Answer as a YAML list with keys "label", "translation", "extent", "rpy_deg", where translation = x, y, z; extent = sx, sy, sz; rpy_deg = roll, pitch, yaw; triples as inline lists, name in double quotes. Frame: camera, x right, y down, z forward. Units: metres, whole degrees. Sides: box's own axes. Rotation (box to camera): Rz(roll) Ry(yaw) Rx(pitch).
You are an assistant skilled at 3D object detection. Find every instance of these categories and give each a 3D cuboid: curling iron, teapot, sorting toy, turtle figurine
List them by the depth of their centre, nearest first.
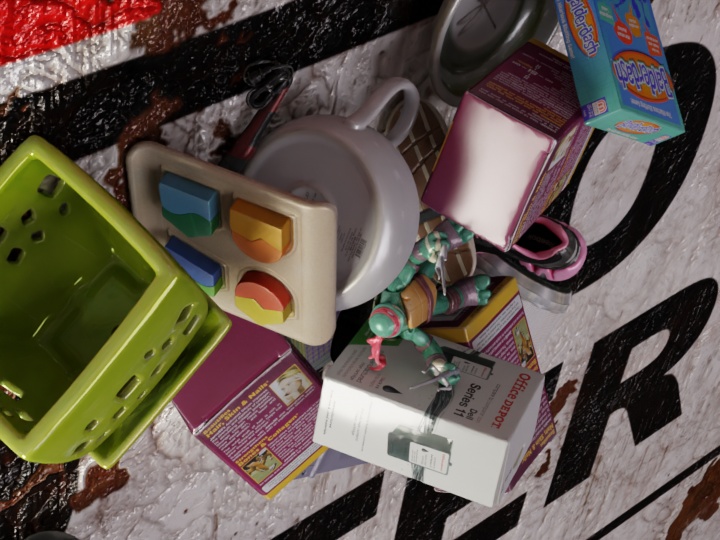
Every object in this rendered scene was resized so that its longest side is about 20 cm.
- label: "sorting toy"
  translation: [-0.118, -0.017, 1.427]
  extent: [0.186, 0.198, 0.037]
  rpy_deg: [92, 20, -47]
- label: "curling iron"
  translation: [-0.122, -0.114, 1.471]
  extent: [0.049, 0.026, 0.201]
  rpy_deg: [15, 119, -34]
- label: "teapot"
  translation: [-0.017, -0.061, 1.520]
  extent: [0.198, 0.200, 0.146]
  rpy_deg: [-19, 177, 29]
- label: "turtle figurine"
  translation: [0.063, 0.027, 1.550]
  extent: [0.200, 0.099, 0.152]
  rpy_deg: [-43, 134, -55]

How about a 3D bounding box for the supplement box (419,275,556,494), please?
- label: "supplement box"
  translation: [0.125, 0.124, 1.720]
  extent: [0.131, 0.102, 0.202]
  rpy_deg: [-39, 118, -50]

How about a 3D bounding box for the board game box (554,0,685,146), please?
- label: "board game box"
  translation: [0.250, -0.234, 1.559]
  extent: [0.045, 0.203, 0.151]
  rpy_deg: [-20, 165, 32]

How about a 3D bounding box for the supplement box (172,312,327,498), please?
- label: "supplement box"
  translation: [-0.110, 0.132, 1.639]
  extent: [0.131, 0.103, 0.200]
  rpy_deg: [-39, 146, -3]

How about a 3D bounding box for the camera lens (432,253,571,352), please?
- label: "camera lens"
  translation: [0.142, 0.055, 1.863]
  extent: [0.159, 0.160, 0.201]
  rpy_deg: [10, 117, -55]

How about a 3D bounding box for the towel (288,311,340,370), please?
- label: "towel"
  translation: [-0.028, 0.046, 1.771]
  extent: [0.199, 0.023, 0.145]
  rpy_deg: [-34, 147, -22]

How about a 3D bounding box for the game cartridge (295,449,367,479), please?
- label: "game cartridge"
  translation: [-0.002, 0.192, 1.958]
  extent: [0.199, 0.038, 0.130]
  rpy_deg: [-4, 132, -50]

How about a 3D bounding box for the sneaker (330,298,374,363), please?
- label: "sneaker"
  translation: [0.000, 0.000, 1.688]
  extent: [0.112, 0.073, 0.202]
  rpy_deg: [40, 75, -39]

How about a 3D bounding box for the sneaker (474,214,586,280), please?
- label: "sneaker"
  translation: [0.150, -0.047, 1.732]
  extent: [0.095, 0.197, 0.080]
  rpy_deg: [26, 78, -74]

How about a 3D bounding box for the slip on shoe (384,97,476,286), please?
- label: "slip on shoe"
  translation: [0.076, -0.085, 1.658]
  extent: [0.075, 0.202, 0.061]
  rpy_deg: [-19, -169, 8]

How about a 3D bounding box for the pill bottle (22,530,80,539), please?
- label: "pill bottle"
  translation: [-0.330, 0.372, 1.656]
  extent: [0.111, 0.112, 0.202]
  rpy_deg: [-23, 141, -36]

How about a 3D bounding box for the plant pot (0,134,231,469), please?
- label: "plant pot"
  translation: [-0.238, 0.040, 1.330]
  extent: [0.199, 0.200, 0.181]
  rpy_deg: [-49, 155, 0]

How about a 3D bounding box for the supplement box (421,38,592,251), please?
- label: "supplement box"
  translation: [0.159, -0.129, 1.567]
  extent: [0.200, 0.102, 0.132]
  rpy_deg: [-42, 159, -57]

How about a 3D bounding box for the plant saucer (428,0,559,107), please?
- label: "plant saucer"
  translation: [0.133, -0.263, 1.603]
  extent: [0.199, 0.050, 0.202]
  rpy_deg: [-32, 146, -25]

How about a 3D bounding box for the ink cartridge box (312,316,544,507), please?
- label: "ink cartridge box"
  translation: [0.072, 0.138, 1.581]
  extent: [0.147, 0.198, 0.084]
  rpy_deg: [-50, 155, -57]
